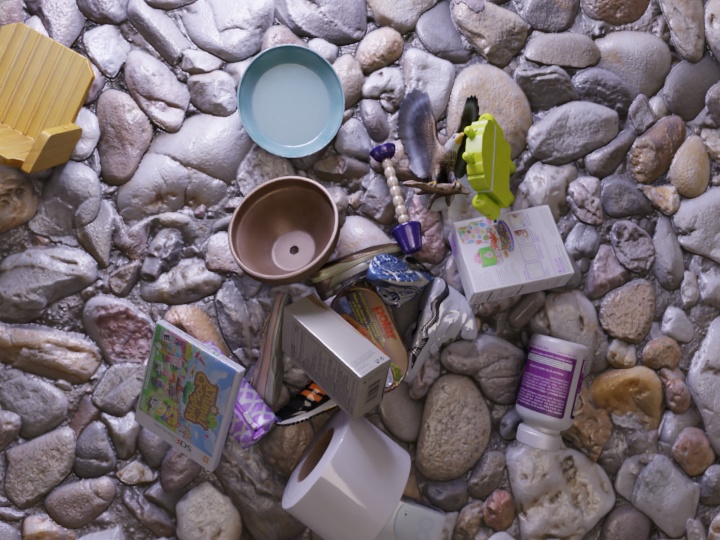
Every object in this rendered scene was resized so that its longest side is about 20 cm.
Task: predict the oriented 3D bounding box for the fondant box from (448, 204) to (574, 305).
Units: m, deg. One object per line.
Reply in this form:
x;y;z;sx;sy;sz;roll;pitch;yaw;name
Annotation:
0.278;-0.030;1.166;0.195;0.059;0.147;-10;66;-9;fondant box

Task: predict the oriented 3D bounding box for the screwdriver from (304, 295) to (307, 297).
-0.059;0.136;1.126;0.029;0.028;0.203;-19;71;-22;screwdriver

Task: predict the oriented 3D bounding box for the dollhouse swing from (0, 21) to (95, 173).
-0.566;-0.294;1.018;0.197;0.182;0.178;28;107;-7;dollhouse swing

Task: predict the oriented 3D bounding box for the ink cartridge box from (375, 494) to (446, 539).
0.054;0.523;1.166;0.157;0.047;0.204;21;85;-8;ink cartridge box

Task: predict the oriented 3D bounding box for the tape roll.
-0.025;0.359;1.077;0.138;0.203;0.204;38;85;-7;tape roll

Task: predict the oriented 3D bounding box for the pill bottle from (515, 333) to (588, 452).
0.355;0.230;1.177;0.110;0.112;0.205;14;88;-8;pill bottle

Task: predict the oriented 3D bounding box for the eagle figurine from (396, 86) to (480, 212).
0.153;-0.224;1.154;0.151;0.149;0.204;32;48;-45;eagle figurine

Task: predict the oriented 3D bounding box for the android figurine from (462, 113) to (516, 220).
0.232;-0.190;1.125;0.040;0.199;0.187;-3;75;33;android figurine

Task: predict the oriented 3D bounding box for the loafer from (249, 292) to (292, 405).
-0.168;0.138;1.123;0.061;0.072;0.205;8;92;12;loafer

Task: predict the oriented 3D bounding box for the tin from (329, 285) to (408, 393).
0.014;0.125;1.128;0.110;0.042;0.203;-21;69;-9;tin

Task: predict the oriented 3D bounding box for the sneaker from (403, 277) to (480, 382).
0.150;0.125;1.164;0.113;0.075;0.204;21;89;-9;sneaker

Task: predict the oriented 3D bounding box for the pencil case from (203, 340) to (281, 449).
-0.232;0.217;1.084;0.084;0.086;0.200;-44;81;-4;pencil case

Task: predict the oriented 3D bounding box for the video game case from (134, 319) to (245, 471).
-0.294;0.213;1.057;0.179;0.022;0.204;26;110;17;video game case

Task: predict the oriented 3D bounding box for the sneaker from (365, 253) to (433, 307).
0.064;0.028;1.104;0.077;0.199;0.086;41;107;26;sneaker

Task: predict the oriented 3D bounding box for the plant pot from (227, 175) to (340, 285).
-0.125;-0.056;1.095;0.195;0.093;0.205;-5;62;9;plant pot

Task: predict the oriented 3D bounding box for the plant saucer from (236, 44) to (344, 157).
-0.127;-0.306;1.141;0.195;0.036;0.206;0;91;-8;plant saucer

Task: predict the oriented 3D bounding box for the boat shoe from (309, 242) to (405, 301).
0.000;0.000;1.135;0.196;0.073;0.066;-19;100;-22;boat shoe

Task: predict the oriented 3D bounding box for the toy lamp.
0.067;-0.130;1.138;0.057;0.058;0.204;-16;79;-8;toy lamp

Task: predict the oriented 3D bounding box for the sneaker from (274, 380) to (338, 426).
-0.075;0.214;1.143;0.196;0.070;0.092;-22;78;-8;sneaker

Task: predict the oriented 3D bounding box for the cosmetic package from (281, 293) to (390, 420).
-0.046;0.140;1.044;0.070;0.107;0.199;-24;49;-36;cosmetic package
